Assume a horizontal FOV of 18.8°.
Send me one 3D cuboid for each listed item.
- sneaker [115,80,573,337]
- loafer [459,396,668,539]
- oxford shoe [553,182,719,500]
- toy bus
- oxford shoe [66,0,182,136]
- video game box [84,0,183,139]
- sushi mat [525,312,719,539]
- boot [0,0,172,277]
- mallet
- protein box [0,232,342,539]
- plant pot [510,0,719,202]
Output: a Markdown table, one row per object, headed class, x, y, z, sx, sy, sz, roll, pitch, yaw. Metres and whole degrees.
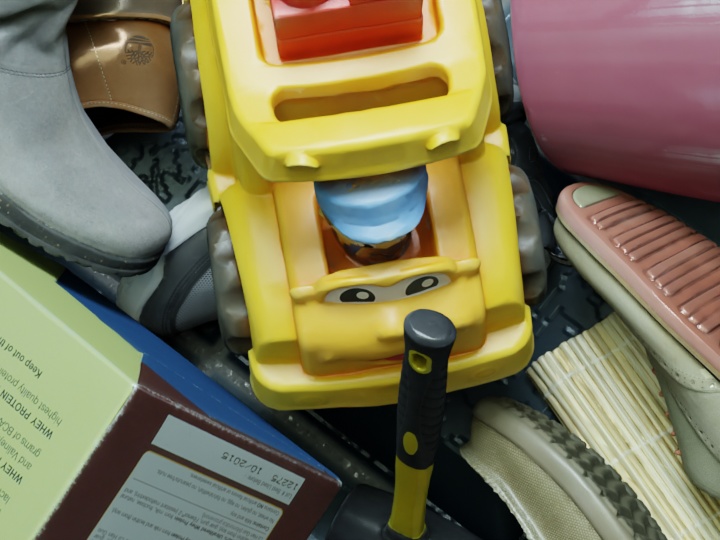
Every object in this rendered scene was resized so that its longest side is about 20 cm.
| class | x | y | z | sx | sy | sz | roll | pitch | yaw |
| --- | --- | --- | --- | --- | --- | --- | --- | --- | --- |
| sneaker | 0.000 | 0.000 | 0.932 | 0.200 | 0.075 | 0.114 | -29 | 70 | -3 |
| loafer | 0.101 | 0.136 | 0.879 | 0.067 | 0.076 | 0.200 | -43 | 71 | 10 |
| oxford shoe | 0.140 | 0.048 | 0.884 | 0.200 | 0.071 | 0.074 | 49 | 127 | 19 |
| toy bus | 0.000 | -0.067 | 0.819 | 0.136 | 0.192 | 0.200 | -8 | 71 | -4 |
| oxford shoe | -0.174 | -0.075 | 0.937 | 0.200 | 0.071 | 0.071 | -7 | 80 | 5 |
| video game box | -0.167 | -0.146 | 1.012 | 0.182 | 0.047 | 0.200 | -38 | 73 | -1 |
| sushi mat | 0.164 | 0.096 | 0.917 | 0.096 | 0.012 | 0.200 | -34 | 73 | -3 |
| boot | -0.126 | -0.099 | 0.864 | 0.200 | 0.070 | 0.132 | 40 | 108 | -11 |
| mallet | 0.030 | 0.080 | 0.849 | 0.066 | 0.200 | 0.041 | 28 | 60 | 8 |
| protein box | -0.157 | 0.101 | 0.848 | 0.199 | 0.135 | 0.200 | 34 | 91 | 39 |
| plant pot | 0.166 | -0.105 | 0.889 | 0.179 | 0.200 | 0.200 | -1 | 74 | 24 |
